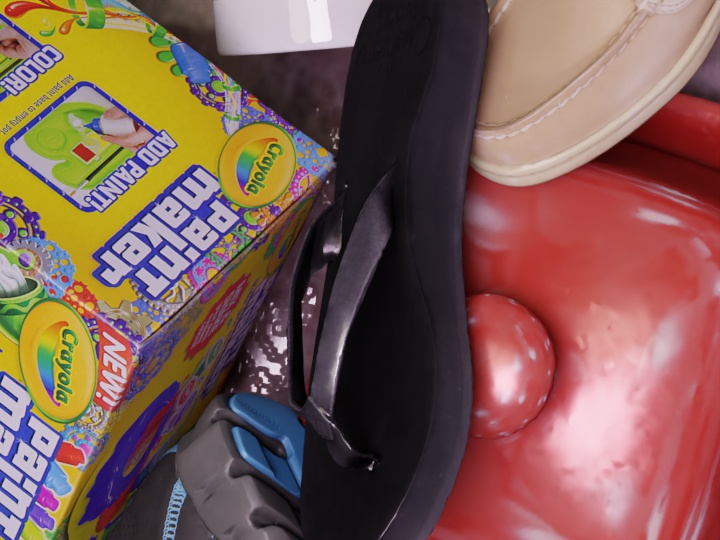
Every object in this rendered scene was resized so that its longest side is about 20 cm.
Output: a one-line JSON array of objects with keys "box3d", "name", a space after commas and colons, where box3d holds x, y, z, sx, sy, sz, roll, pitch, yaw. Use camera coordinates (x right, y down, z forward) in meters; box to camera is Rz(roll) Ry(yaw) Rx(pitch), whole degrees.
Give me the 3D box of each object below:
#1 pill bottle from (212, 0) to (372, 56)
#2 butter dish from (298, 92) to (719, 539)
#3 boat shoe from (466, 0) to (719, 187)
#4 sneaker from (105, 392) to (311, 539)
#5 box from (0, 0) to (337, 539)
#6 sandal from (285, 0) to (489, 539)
[{"box3d": [-0.018, -0.177, 1.036, 0.111, 0.112, 0.201, -3, 95, 21], "name": "pill bottle"}, {"box3d": [0.061, 0.033, 0.982, 0.199, 0.148, 0.201, 18, 94, 21], "name": "butter dish"}, {"box3d": [0.092, -0.116, 0.945, 0.200, 0.065, 0.072, -48, 51, 1], "name": "boat shoe"}, {"box3d": [-0.017, 0.140, 0.937, 0.082, 0.073, 0.201, -42, 57, 28], "name": "sneaker"}, {"box3d": [-0.142, -0.001, 1.011, 0.192, 0.122, 0.200, 36, 134, 9], "name": "box"}, {"box3d": [0.000, 0.000, 0.927, 0.076, 0.043, 0.201, -29, 51, 53], "name": "sandal"}]
